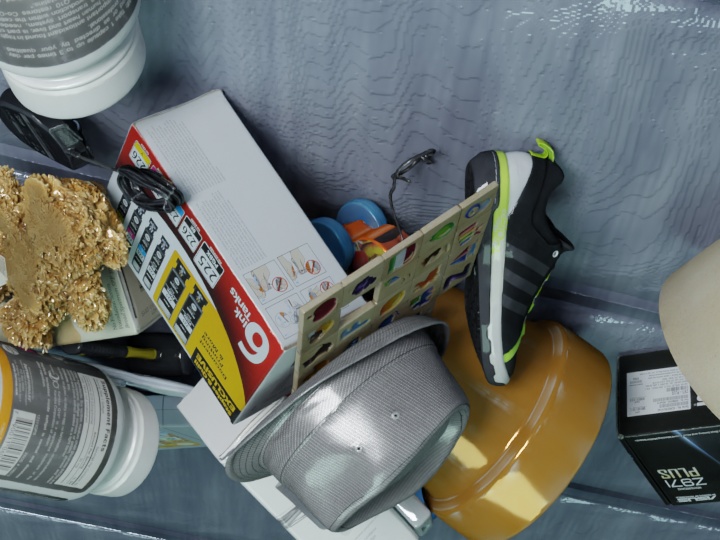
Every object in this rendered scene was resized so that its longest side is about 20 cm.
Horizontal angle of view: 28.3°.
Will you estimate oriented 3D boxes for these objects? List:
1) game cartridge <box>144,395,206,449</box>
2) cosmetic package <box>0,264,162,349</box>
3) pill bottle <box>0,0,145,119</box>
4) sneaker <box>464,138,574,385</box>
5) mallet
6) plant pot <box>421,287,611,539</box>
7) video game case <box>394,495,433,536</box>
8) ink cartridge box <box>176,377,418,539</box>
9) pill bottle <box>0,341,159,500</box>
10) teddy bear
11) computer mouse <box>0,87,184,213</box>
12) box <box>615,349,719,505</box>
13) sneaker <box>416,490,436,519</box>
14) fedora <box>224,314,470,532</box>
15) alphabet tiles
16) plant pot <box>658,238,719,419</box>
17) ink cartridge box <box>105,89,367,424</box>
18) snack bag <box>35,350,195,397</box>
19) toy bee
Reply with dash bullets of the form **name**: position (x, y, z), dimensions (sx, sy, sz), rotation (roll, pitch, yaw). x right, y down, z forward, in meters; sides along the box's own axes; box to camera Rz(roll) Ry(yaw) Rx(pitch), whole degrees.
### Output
- **game cartridge**: position (-0.227, 0.159, 1.476), dimensions (0.198, 0.042, 0.133), rotation (-6, 167, 21)
- **cosmetic package**: position (-0.267, 0.007, 1.196), dimensions (0.198, 0.071, 0.106), rotation (-10, 105, 23)
- **pill bottle**: position (-0.197, -0.191, 0.866), dimensions (0.112, 0.114, 0.201), rotation (2, 147, 8)
- **sneaker**: position (0.125, -0.001, 1.092), dimensions (0.082, 0.072, 0.202), rotation (-5, 118, -5)
- **mallet**: position (-0.204, 0.074, 1.290), dimensions (0.065, 0.042, 0.200), rotation (2, 175, 10)
- **plant pot**: position (0.083, 0.102, 1.232), dimensions (0.183, 0.201, 0.200), rotation (36, 141, -14)
- **video game case**: position (-0.007, 0.161, 1.317), dimensions (0.200, 0.023, 0.182), rotation (46, 174, 12)
- **ink cartridge box**: position (-0.058, 0.178, 1.278), dimensions (0.200, 0.085, 0.146), rotation (51, 172, -26)
- **pill bottle**: position (-0.267, 0.127, 1.178), dimensions (0.115, 0.118, 0.199), rotation (-16, 156, 32)
- **teddy bear**: position (-0.241, -0.013, 1.095), dimensions (0.145, 0.067, 0.201), rotation (42, 135, 15)
- **computer mouse**: position (-0.192, -0.091, 1.028), dimensions (0.199, 0.034, 0.059), rotation (28, 157, 32)
- **box**: position (0.354, 0.139, 1.317), dimensions (0.198, 0.087, 0.164), rotation (-10, 145, 25)
- **sneaker**: position (0.086, 0.219, 1.517), dimensions (0.077, 0.067, 0.201), rotation (-1, 148, 5)
- **fedora**: position (0.006, 0.126, 1.064), dimensions (0.199, 0.090, 0.177), rotation (-37, 160, -8)
- **alphabet tiles**: position (0.020, 0.029, 1.026), dimensions (0.166, 0.008, 0.201), rotation (-33, 160, -20)
- **plant pot**: position (0.355, 0.010, 1.049), dimensions (0.186, 0.189, 0.200), rotation (21, 132, -22)
- **ink cartridge box**: position (-0.107, 0.002, 1.074), dimensions (0.083, 0.201, 0.176), rotation (-27, 164, -33)
- **snack bag**: position (-0.256, 0.099, 1.346), dimensions (0.198, 0.022, 0.188), rotation (16, 171, -31)
- **toy bee**: position (0.000, 0.000, 1.122), dimensions (0.130, 0.110, 0.200), rotation (-29, 180, -26)
